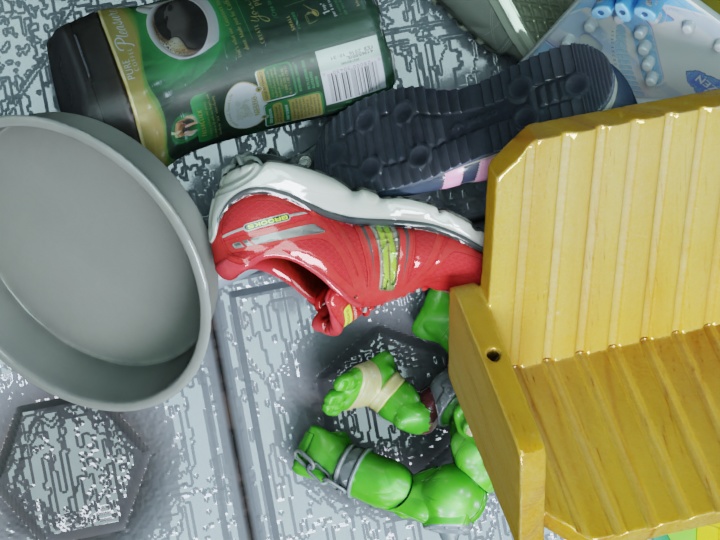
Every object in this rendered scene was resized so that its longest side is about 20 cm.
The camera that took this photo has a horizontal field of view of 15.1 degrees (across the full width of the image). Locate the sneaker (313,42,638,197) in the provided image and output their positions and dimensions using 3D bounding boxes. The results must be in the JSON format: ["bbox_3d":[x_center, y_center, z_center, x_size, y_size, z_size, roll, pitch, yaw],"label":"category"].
[{"bbox_3d":[0.072,-0.074,1.613,0.199,0.082,0.071,-11,67,25],"label":"sneaker"}]

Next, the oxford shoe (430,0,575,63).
[{"bbox_3d":[0.076,-0.175,1.689,0.200,0.075,0.058,45,128,-15],"label":"oxford shoe"}]

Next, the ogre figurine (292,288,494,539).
[{"bbox_3d":[0.064,0.078,1.675,0.120,0.098,0.200,42,71,15],"label":"ogre figurine"}]

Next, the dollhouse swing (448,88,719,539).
[{"bbox_3d":[0.169,0.028,1.555,0.199,0.176,0.182,-10,55,-16],"label":"dollhouse swing"}]

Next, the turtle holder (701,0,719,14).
[{"bbox_3d":[0.242,-0.161,1.651,0.132,0.185,0.141,44,125,13],"label":"turtle holder"}]

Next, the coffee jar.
[{"bbox_3d":[-0.086,-0.125,1.641,0.199,0.086,0.105,-17,50,-7],"label":"coffee jar"}]

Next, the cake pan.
[{"bbox_3d":[-0.167,-0.010,1.610,0.200,0.200,0.037,49,43,-6],"label":"cake pan"}]

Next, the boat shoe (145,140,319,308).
[{"bbox_3d":[-0.053,-0.045,1.665,0.199,0.074,0.068,-29,89,-8],"label":"boat shoe"}]

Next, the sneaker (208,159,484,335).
[{"bbox_3d":[0.000,0.000,1.601,0.199,0.077,0.085,15,74,-20],"label":"sneaker"}]

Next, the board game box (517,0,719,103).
[{"bbox_3d":[0.184,-0.073,1.645,0.199,0.200,0.026,35,48,-8],"label":"board game box"}]

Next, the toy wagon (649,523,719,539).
[{"bbox_3d":[0.231,0.168,1.677,0.199,0.156,0.040,13,47,19],"label":"toy wagon"}]
